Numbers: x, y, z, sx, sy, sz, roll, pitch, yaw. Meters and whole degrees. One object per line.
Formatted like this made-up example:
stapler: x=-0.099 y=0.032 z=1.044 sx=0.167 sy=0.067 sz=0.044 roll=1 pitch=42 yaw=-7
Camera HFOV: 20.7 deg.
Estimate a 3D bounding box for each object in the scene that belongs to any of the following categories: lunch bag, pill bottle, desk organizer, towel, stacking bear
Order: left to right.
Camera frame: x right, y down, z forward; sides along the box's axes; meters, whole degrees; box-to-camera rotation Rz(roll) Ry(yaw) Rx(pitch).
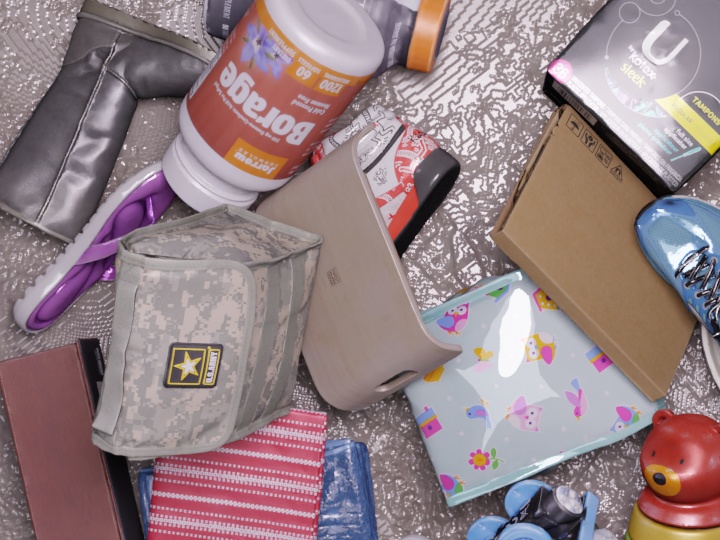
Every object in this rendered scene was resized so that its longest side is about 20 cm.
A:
desk organizer: x=-0.247 y=0.164 z=1.696 sx=0.077 sy=0.072 sz=0.201 roll=-14 pitch=87 yaw=6
lunch bag: x=-0.128 y=0.049 z=1.541 sx=0.117 sy=0.200 sz=0.165 roll=19 pitch=110 yaw=25
towel: x=-0.106 y=0.209 z=1.660 sx=0.144 sy=0.022 sz=0.201 roll=7 pitch=95 yaw=3
towel: x=-0.086 y=0.210 z=1.695 sx=0.199 sy=0.049 sz=0.112 roll=-9 pitch=88 yaw=3
pill bottle: x=-0.077 y=-0.138 z=1.612 sx=0.112 sy=0.112 sz=0.200 roll=42 pitch=122 yaw=4
pill bottle: x=-0.025 y=-0.226 z=1.677 sx=0.199 sy=0.106 sz=0.107 roll=15 pitch=89 yaw=4
lunch bag: x=0.139 y=0.083 z=1.649 sx=0.199 sy=0.122 sz=0.171 roll=-23 pitch=86 yaw=8
stacking bear: x=0.264 y=0.213 z=1.609 sx=0.121 sy=0.113 sz=0.201 roll=19 pitch=117 yaw=43

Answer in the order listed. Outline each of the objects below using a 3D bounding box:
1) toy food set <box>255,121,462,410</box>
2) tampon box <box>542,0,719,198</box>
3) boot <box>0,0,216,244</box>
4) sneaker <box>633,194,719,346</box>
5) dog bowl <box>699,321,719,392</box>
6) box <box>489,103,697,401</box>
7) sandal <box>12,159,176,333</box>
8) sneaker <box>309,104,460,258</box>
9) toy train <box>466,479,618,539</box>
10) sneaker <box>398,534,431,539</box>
toy food set: x=0.000 y=0.000 z=1.604 sx=0.143 sy=0.060 sz=0.201 roll=-32 pitch=77 yaw=46
tampon box: x=0.272 y=-0.181 z=1.645 sx=0.150 sy=0.126 sz=0.200 roll=43 pitch=91 yaw=3
boot: x=-0.211 y=-0.115 z=1.701 sx=0.181 sy=0.073 sz=0.201 roll=21 pitch=81 yaw=18
sneaker: x=0.298 y=0.018 z=1.575 sx=0.200 sy=0.090 sz=0.078 roll=45 pitch=107 yaw=5
dog bowl: x=0.381 y=0.045 z=1.657 sx=0.199 sy=0.074 sz=0.201 roll=0 pitch=89 yaw=4
box: x=0.203 y=-0.016 z=1.615 sx=0.200 sy=0.021 sz=0.164 roll=45 pitch=48 yaw=-17
sandal: x=-0.213 y=-0.012 z=1.696 sx=0.203 sy=0.082 sz=0.050 roll=-46 pitch=73 yaw=13
sneaker: x=-0.013 y=-0.045 z=1.694 sx=0.108 sy=0.067 sz=0.202 roll=40 pitch=99 yaw=18
toy train: x=0.133 y=0.257 z=1.617 sx=0.114 sy=0.087 sz=0.200 roll=35 pitch=121 yaw=-10
sneaker: x=0.019 y=0.321 z=1.667 sx=0.073 sy=0.085 sz=0.201 roll=22 pitch=88 yaw=6
